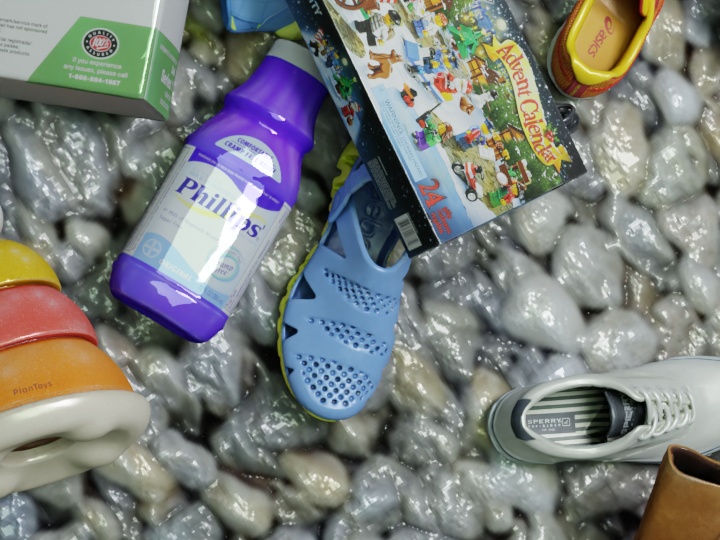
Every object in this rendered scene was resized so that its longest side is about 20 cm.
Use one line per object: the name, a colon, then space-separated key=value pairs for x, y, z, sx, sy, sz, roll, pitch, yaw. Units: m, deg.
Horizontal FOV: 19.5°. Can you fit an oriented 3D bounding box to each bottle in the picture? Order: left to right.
bottle: x=-0.083 y=-0.054 z=1.360 sx=0.083 sy=0.065 sz=0.200 roll=32 pitch=81 yaw=-8

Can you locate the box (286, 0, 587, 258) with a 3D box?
box: x=0.046 y=-0.125 z=1.336 sx=0.136 sy=0.038 sz=0.201 roll=-26 pitch=91 yaw=-34

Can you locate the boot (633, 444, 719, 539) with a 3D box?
boot: x=0.251 y=0.210 z=1.370 sx=0.188 sy=0.069 sz=0.200 roll=22 pitch=123 yaw=-1

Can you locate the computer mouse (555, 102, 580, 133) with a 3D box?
computer mouse: x=0.061 y=-0.162 z=1.409 sx=0.109 sy=0.044 sz=0.201 roll=-25 pitch=91 yaw=-17

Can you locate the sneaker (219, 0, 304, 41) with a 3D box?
sneaker: x=-0.069 y=-0.246 z=1.370 sx=0.105 sy=0.076 sz=0.201 roll=-10 pitch=90 yaw=-12

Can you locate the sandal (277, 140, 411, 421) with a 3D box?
sandal: x=0.000 y=0.000 z=1.367 sx=0.079 sy=0.087 sz=0.201 roll=14 pitch=85 yaw=-14

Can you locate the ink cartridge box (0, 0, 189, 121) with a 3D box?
ink cartridge box: x=-0.179 y=-0.207 z=1.320 sx=0.144 sy=0.084 sz=0.201 roll=9 pitch=85 yaw=7

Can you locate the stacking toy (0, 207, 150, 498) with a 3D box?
stacking toy: x=-0.223 y=0.031 z=1.311 sx=0.146 sy=0.146 sz=0.201 roll=-14 pitch=73 yaw=-13

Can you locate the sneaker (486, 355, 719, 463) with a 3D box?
sneaker: x=0.187 y=0.099 z=1.409 sx=0.199 sy=0.071 sz=0.073 roll=-9 pitch=89 yaw=-13

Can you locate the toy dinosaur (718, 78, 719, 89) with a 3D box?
toy dinosaur: x=0.263 y=-0.226 z=1.415 sx=0.200 sy=0.077 sz=0.102 roll=62 pitch=36 yaw=-33

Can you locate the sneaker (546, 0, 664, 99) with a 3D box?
sneaker: x=0.192 y=-0.207 z=1.426 sx=0.073 sy=0.077 sz=0.201 roll=22 pitch=81 yaw=-9
